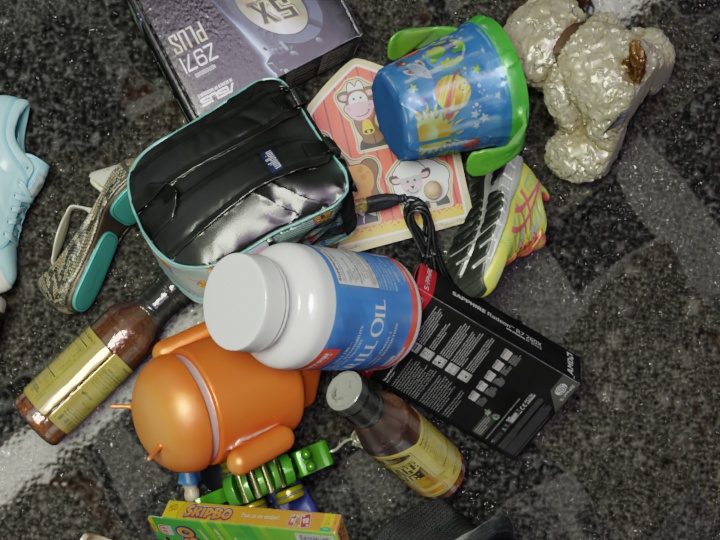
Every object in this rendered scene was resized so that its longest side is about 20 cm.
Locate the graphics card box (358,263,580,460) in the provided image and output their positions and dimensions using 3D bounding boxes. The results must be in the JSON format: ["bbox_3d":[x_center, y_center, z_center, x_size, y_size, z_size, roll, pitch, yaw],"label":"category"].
[{"bbox_3d":[0.109,0.095,1.097,0.198,0.051,0.126,30,121,-6],"label":"graphics card box"}]

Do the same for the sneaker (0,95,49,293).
[{"bbox_3d":[-0.352,-0.081,1.083,0.080,0.074,0.204,-8,86,-5],"label":"sneaker"}]

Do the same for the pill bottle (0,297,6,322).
[{"bbox_3d":[-0.424,0.108,1.035,0.112,0.114,0.203,17,83,-5],"label":"pill bottle"}]

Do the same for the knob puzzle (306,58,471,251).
[{"bbox_3d":[0.018,-0.130,1.156,0.215,0.030,0.224,1,84,-7],"label":"knob puzzle"}]

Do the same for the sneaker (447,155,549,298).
[{"bbox_3d":[0.155,-0.041,1.112,0.090,0.078,0.202,38,48,-16],"label":"sneaker"}]

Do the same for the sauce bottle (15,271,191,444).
[{"bbox_3d":[-0.251,0.083,1.077,0.200,0.066,0.066,-43,91,-10],"label":"sauce bottle"}]

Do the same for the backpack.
[{"bbox_3d":[-0.120,-0.065,1.059,0.198,0.154,0.177,-27,66,-14],"label":"backpack"}]

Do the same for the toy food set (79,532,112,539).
[{"bbox_3d":[-0.217,0.367,1.063,0.198,0.060,0.145,27,82,-3],"label":"toy food set"}]

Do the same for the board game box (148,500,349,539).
[{"bbox_3d":[-0.102,0.265,1.035,0.196,0.030,0.097,-2,129,18],"label":"board game box"}]

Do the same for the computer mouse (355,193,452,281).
[{"bbox_3d":[0.000,0.000,1.119,0.197,0.046,0.143,-15,101,-9],"label":"computer mouse"}]

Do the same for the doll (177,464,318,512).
[{"bbox_3d":[-0.118,0.195,1.098,0.136,0.048,0.200,-41,87,-14],"label":"doll"}]

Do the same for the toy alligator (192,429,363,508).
[{"bbox_3d":[-0.069,0.192,1.053,0.197,0.054,0.060,-20,83,-11],"label":"toy alligator"}]

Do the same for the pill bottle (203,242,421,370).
[{"bbox_3d":[-0.043,0.035,0.983,0.198,0.111,0.114,6,82,-48],"label":"pill bottle"}]

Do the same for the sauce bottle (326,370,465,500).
[{"bbox_3d":[0.034,0.161,1.058,0.066,0.066,0.200,-54,132,-9],"label":"sauce bottle"}]

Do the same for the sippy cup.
[{"bbox_3d":[0.085,-0.175,1.105,0.128,0.178,0.142,-20,108,-14],"label":"sippy cup"}]

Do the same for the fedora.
[{"bbox_3d":[0.057,0.297,1.074,0.200,0.201,0.091,-44,60,-9],"label":"fedora"}]

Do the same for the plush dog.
[{"bbox_3d":[0.224,-0.222,1.145,0.170,0.161,0.201,32,81,20],"label":"plush dog"}]

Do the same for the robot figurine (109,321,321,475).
[{"bbox_3d":[-0.133,0.119,1.030,0.198,0.116,0.146,-19,88,-33],"label":"robot figurine"}]

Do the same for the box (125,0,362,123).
[{"bbox_3d":[-0.123,-0.261,1.122,0.198,0.086,0.166,-28,89,-9],"label":"box"}]

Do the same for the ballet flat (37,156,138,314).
[{"bbox_3d":[-0.264,-0.054,1.101,0.075,0.068,0.202,30,83,19],"label":"ballet flat"}]
